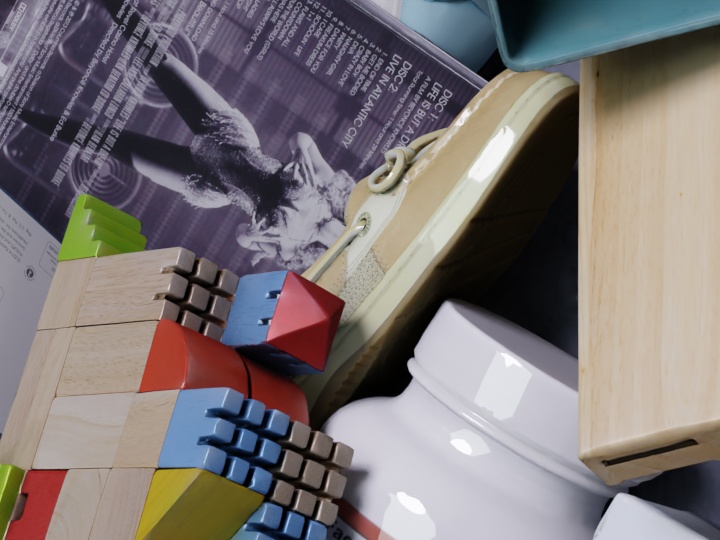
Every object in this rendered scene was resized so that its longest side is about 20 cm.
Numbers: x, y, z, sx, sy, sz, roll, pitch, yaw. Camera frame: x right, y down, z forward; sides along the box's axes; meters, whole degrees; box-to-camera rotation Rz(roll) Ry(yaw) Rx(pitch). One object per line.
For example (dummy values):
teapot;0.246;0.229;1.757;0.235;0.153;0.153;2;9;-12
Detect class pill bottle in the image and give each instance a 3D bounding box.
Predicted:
pill bottle;0.014;0.115;0.733;0.112;0.112;0.200;36;99;37

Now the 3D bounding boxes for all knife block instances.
knife block;0.103;-0.049;0.679;0.064;0.200;0.176;-18;97;31

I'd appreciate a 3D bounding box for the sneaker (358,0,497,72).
sneaker;0.074;-0.134;0.780;0.082;0.074;0.200;41;103;41

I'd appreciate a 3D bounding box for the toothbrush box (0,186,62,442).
toothbrush box;-0.195;0.032;0.830;0.199;0.146;0.086;-8;49;38

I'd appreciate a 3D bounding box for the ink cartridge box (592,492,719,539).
ink cartridge box;0.121;0.180;0.634;0.200;0.047;0.161;30;95;40

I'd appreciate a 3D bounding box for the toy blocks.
toy blocks;-0.062;0.071;0.698;0.136;0.100;0.201;-7;62;50

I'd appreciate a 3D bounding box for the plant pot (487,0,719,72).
plant pot;0.086;-0.185;0.665;0.141;0.142;0.200;-13;37;6

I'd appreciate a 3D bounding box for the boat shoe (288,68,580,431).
boat shoe;0.001;0.000;0.759;0.063;0.073;0.201;47;123;16

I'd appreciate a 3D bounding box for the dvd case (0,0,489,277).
dvd case;-0.049;-0.046;0.807;0.200;0.016;0.149;35;112;7

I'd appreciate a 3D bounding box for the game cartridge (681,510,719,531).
game cartridge;0.142;0.178;0.671;0.200;0.040;0.134;33;94;37
